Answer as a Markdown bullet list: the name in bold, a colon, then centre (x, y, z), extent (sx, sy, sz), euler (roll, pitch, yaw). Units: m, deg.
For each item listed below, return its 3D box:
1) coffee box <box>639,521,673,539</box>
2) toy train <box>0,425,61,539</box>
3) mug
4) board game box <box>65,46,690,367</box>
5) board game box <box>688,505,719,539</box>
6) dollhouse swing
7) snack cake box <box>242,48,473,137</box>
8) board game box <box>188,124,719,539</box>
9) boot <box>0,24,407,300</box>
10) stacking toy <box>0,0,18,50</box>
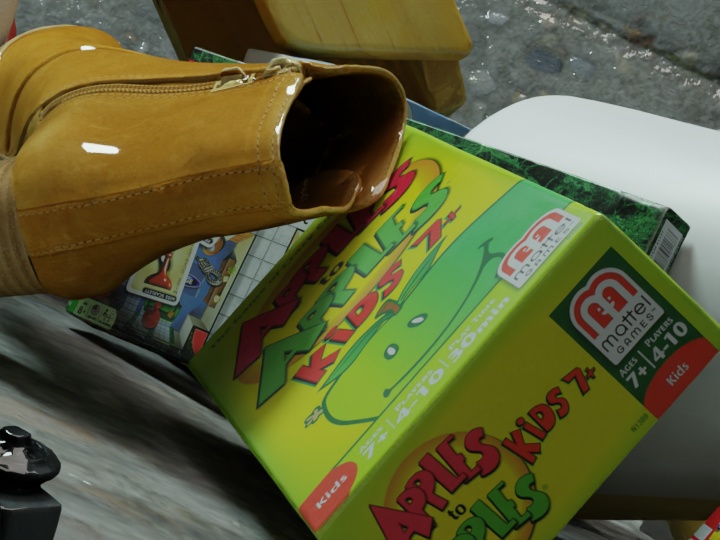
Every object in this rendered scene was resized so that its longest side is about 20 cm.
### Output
- **coffee box**: centre (0.271, 0.072, 0.960), extent (0.197, 0.201, 0.200), euler (23, 4, -30)
- **toy train**: centre (-0.131, 0.011, 0.477), extent (0.046, 0.034, 0.200), euler (2, 20, -47)
- **mug**: centre (0.128, 0.026, 0.840), extent (0.153, 0.150, 0.186), euler (6, -17, 48)
- **board game box**: centre (0.000, 0.000, 0.809), extent (0.199, 0.105, 0.023), euler (20, -11, 35)
- **board game box**: centre (0.188, 0.076, 0.735), extent (0.199, 0.201, 0.062), euler (9, 8, -16)
- **dollhouse swing**: centre (-0.084, -0.106, 0.978), extent (0.182, 0.175, 0.200), euler (66, -14, 2)
- **snack cake box**: centre (0.031, 0.007, 0.932), extent (0.199, 0.116, 0.067), euler (22, -3, -36)
- **board game box**: centre (0.017, 0.023, 0.672), extent (0.048, 0.102, 0.200), euler (42, -1, -16)
- **boot**: centre (-0.053, -0.040, 0.770), extent (0.143, 0.071, 0.201), euler (-10, 18, 16)
- **stacking toy**: centre (-0.172, -0.074, 0.913), extent (0.146, 0.147, 0.200), euler (25, -12, 16)
